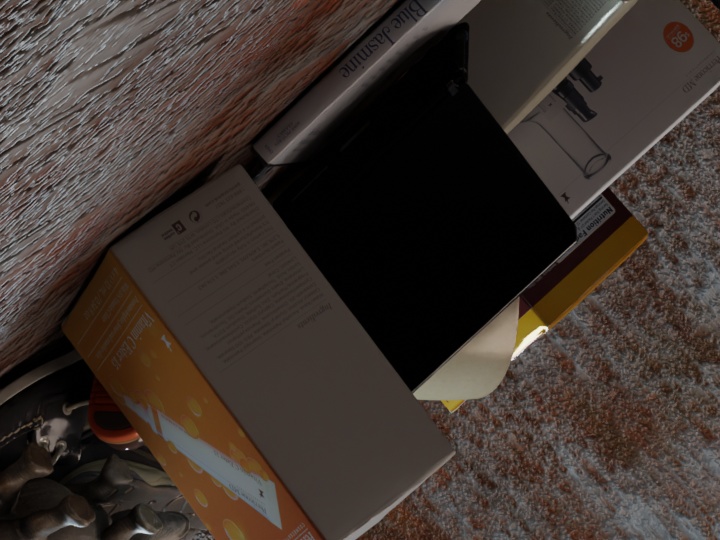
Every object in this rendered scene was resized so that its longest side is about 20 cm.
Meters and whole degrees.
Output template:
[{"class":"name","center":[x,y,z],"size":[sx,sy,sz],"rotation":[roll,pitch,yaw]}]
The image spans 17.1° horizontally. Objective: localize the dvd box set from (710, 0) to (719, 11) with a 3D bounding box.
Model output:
[{"class":"dvd box set","center":[0.292,-0.274,1.642],"size":[0.200,0.147,0.029],"rotation":[-41,175,-9]}]

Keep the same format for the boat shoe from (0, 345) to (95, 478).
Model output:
[{"class":"boat shoe","center":[-0.187,0.091,1.429],"size":[0.074,0.060,0.200],"rotation":[-38,179,34]}]

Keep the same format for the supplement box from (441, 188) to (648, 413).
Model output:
[{"class":"supplement box","center":[0.086,-0.028,1.929],"size":[0.133,0.200,0.197],"rotation":[-39,176,-31]}]

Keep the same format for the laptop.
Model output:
[{"class":"laptop","center":[0.032,-0.031,1.422],"size":[0.177,0.103,0.200],"rotation":[-43,-167,16]}]

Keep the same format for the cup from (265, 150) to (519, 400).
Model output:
[{"class":"cup","center":[0.000,0.000,1.616],"size":[0.142,0.202,0.200],"rotation":[-10,164,-22]}]

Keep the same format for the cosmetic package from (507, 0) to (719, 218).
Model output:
[{"class":"cosmetic package","center":[0.149,-0.137,1.687],"size":[0.200,0.151,0.052],"rotation":[-41,177,-27]}]

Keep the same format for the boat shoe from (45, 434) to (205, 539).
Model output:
[{"class":"boat shoe","center":[-0.150,0.134,1.559],"size":[0.074,0.074,0.200],"rotation":[-34,158,6]}]

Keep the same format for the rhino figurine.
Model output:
[{"class":"rhino figurine","center":[-0.166,0.153,1.415],"size":[0.087,0.060,0.200],"rotation":[-33,156,18]}]

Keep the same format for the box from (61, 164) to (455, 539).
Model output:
[{"class":"box","center":[-0.060,0.065,1.326],"size":[0.097,0.200,0.124],"rotation":[-34,173,-29]}]

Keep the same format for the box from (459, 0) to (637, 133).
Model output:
[{"class":"box","center":[0.117,-0.167,1.538],"size":[0.068,0.082,0.200],"rotation":[-42,178,-33]}]

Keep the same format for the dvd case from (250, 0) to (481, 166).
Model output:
[{"class":"dvd case","center":[0.025,-0.134,1.399],"size":[0.200,0.018,0.143],"rotation":[-43,176,9]}]

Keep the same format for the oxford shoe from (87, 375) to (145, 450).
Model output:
[{"class":"oxford shoe","center":[-0.100,0.054,1.453],"size":[0.071,0.073,0.200],"rotation":[4,-144,26]}]
